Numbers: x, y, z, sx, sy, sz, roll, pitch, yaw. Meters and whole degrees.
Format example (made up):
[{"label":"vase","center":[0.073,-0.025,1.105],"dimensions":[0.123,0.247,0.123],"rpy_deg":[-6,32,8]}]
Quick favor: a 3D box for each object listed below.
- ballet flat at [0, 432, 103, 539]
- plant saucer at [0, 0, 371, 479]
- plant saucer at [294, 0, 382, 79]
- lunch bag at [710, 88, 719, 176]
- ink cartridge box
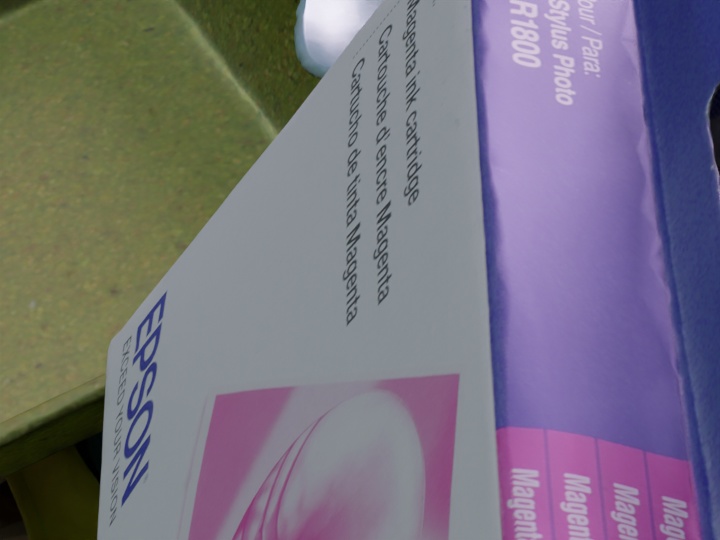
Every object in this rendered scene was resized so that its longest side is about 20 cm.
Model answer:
[{"label":"ballet flat","center":[-0.076,0.076,0.738],"dimensions":[0.067,0.067,0.200],"rpy_deg":[-24,30,-6]},{"label":"plant saucer","center":[-0.091,-0.023,0.758],"dimensions":[0.199,0.048,0.200],"rpy_deg":[-25,49,-16]},{"label":"plant saucer","center":[0.063,-0.115,0.705],"dimensions":[0.200,0.036,0.200],"rpy_deg":[-44,20,20]},{"label":"lunch bag","center":[0.166,-0.044,0.619],"dimensions":[0.200,0.170,0.124],"rpy_deg":[-43,28,-4]},{"label":"ink cartridge box","center":[0.011,0.023,0.548],"dimensions":[0.200,0.043,0.197],"rpy_deg":[-52,24,32]}]
